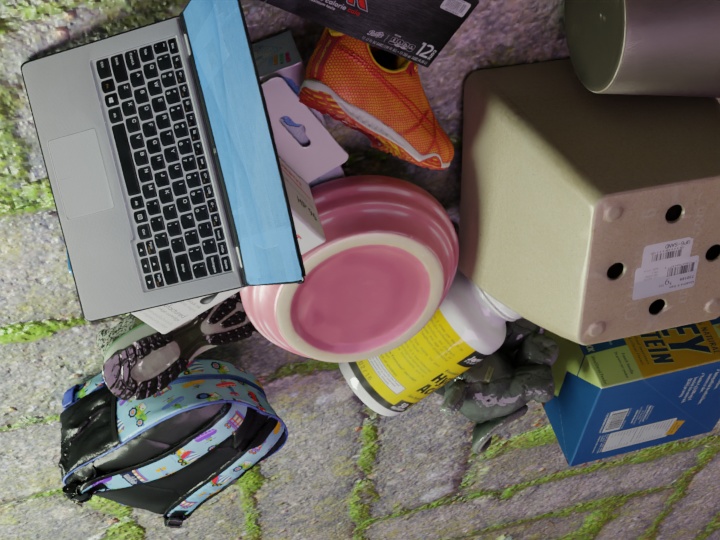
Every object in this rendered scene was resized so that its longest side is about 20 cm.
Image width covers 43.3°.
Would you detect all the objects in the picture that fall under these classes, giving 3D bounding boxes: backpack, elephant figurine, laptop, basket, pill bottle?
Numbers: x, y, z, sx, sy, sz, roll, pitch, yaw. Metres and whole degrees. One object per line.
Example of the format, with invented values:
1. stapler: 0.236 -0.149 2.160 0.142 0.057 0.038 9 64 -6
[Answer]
1. backpack: -0.185 0.157 0.933 0.200 0.135 0.183 -32 141 18
2. elephant figurine: 0.149 0.142 1.066 0.155 0.142 0.200 5 148 -6
3. laptop: -0.133 -0.069 0.568 0.199 0.188 0.116 -12 -177 13
4. basket: 0.267 -0.199 0.679 0.199 0.136 0.181 -9 130 -7
5. pill bottle: 0.079 0.057 0.940 0.200 0.111 0.111 -38 140 24

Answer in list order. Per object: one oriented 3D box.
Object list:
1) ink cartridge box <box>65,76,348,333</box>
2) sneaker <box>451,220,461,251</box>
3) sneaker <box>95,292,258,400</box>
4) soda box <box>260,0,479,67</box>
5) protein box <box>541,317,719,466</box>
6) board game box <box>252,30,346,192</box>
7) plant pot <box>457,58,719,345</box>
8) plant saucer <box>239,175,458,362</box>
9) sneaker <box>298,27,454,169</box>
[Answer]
1. ink cartridge box: -0.109 -0.044 0.690 0.200 0.068 0.116 -30 142 14
2. sneaker: 0.000 0.000 0.876 0.200 0.076 0.080 -41 131 16
3. sneaker: -0.162 0.034 0.845 0.200 0.089 0.077 -30 132 -24
4. soda box: -0.022 -0.205 0.590 0.200 0.071 0.063 13 135 -35
5. protein box: 0.339 0.117 1.111 0.199 0.135 0.199 -12 143 -9
6. board game box: -0.117 -0.076 0.740 0.199 0.043 0.200 -19 143 1
7. plant pot: 0.208 -0.052 0.754 0.199 0.177 0.200 -10 123 -12
8. plant saucer: -0.005 0.011 0.798 0.200 0.051 0.201 -10 133 -11
9. sneaker: 0.030 -0.130 0.706 0.200 0.073 0.077 23 92 -61
